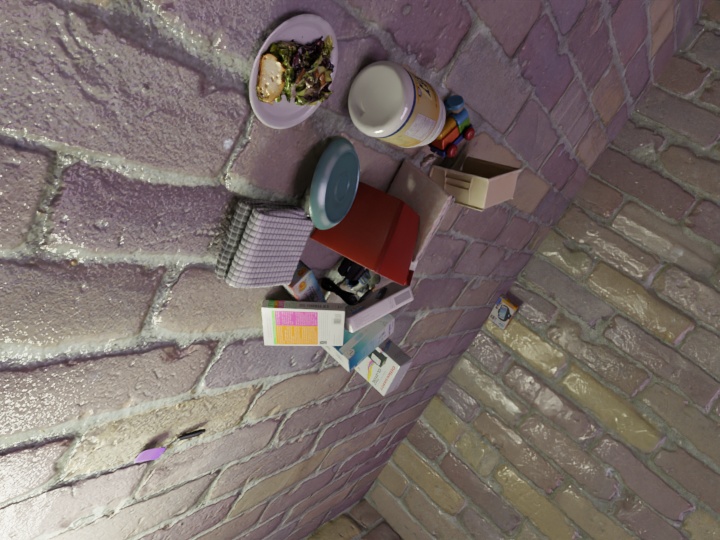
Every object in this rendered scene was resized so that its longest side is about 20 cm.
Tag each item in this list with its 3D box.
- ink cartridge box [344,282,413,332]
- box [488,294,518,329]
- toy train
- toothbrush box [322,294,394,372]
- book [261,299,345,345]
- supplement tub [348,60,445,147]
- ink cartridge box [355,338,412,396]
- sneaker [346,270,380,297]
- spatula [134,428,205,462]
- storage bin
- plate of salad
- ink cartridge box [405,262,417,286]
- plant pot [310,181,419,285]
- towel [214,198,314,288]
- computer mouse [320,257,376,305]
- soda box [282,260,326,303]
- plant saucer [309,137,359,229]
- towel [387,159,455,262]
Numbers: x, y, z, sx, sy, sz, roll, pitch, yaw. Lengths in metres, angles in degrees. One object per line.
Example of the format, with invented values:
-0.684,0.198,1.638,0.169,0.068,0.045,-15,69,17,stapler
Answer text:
0.016,0.092,1.483,0.199,0.176,0.045,-26,106,-23,ink cartridge box
0.836,0.255,3.224,0.041,0.119,0.201,-23,142,-45,box
0.201,-0.346,1.399,0.200,0.084,0.116,-44,144,-14,toy train
-0.014,0.183,1.661,0.200,0.146,0.086,-38,153,-24,toothbrush box
-0.139,0.130,1.347,0.134,0.198,0.048,95,-3,-45,book
0.082,-0.334,1.128,0.199,0.144,0.145,-4,128,-58,supplement tub
0.060,0.306,1.887,0.083,0.200,0.147,-16,138,-51,ink cartridge box
-0.002,0.027,1.572,0.084,0.078,0.200,-7,158,-11,sneaker
-0.469,0.435,1.376,0.057,0.021,0.199,-50,161,28,spatula
0.326,-0.259,1.590,0.199,0.198,0.095,-23,127,-45,storage bin
-0.104,-0.331,0.934,0.200,0.048,0.201,-39,152,-26,plate of salad
0.129,-0.054,1.544,0.201,0.044,0.178,-90,-167,-61,ink cartridge box
0.033,-0.097,1.331,0.177,0.199,0.200,-63,154,1,plant pot
-0.194,-0.057,1.108,0.200,0.085,0.167,-7,123,-63,towel
0.000,0.000,1.450,0.200,0.140,0.046,-41,146,-21,computer mouse
-0.143,0.047,1.357,0.068,0.063,0.200,-44,155,-14,soda box
-0.048,-0.182,1.177,0.200,0.027,0.201,-51,152,-42,plant saucer
0.130,-0.152,1.400,0.032,0.191,0.201,3,123,-47,towel
